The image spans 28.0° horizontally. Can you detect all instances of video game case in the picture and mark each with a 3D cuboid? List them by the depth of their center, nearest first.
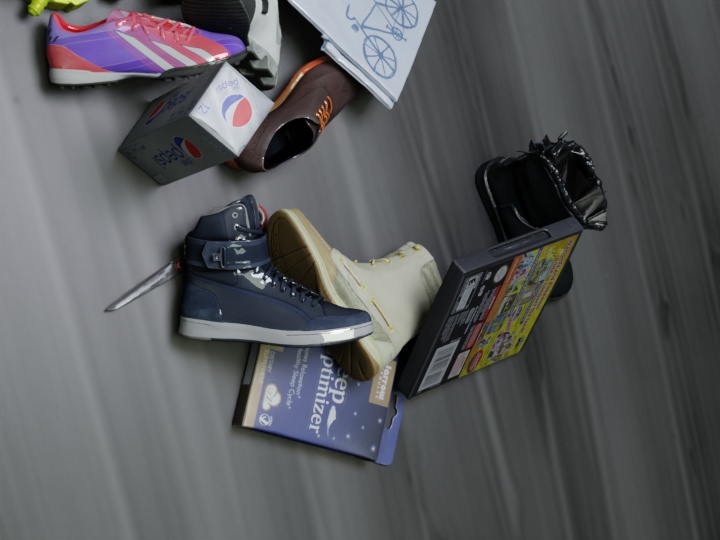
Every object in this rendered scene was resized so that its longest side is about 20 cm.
[{"bbox_3d":[0.139,0.041,1.562,0.179,0.201,0.026,-19,55,-36],"label":"video game case"}]

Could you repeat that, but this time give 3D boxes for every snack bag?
[{"bbox_3d":[-0.010,-0.298,1.567,0.200,0.021,0.190,40,46,-21],"label":"snack bag"}]

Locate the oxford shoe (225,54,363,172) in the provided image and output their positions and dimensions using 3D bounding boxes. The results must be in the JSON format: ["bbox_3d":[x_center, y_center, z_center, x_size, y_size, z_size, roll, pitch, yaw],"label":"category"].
[{"bbox_3d":[-0.052,-0.163,1.527,0.200,0.072,0.072,-41,132,-23],"label":"oxford shoe"}]

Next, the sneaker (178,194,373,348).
[{"bbox_3d":[-0.083,0.000,1.451,0.200,0.077,0.148,4,96,6],"label":"sneaker"}]

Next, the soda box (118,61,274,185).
[{"bbox_3d":[-0.163,-0.140,1.403,0.063,0.199,0.069,39,68,-20],"label":"soda box"}]

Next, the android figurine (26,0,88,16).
[{"bbox_3d":[-0.294,-0.345,1.440,0.182,0.041,0.201,40,67,-20],"label":"android figurine"}]

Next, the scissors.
[{"bbox_3d":[-0.179,-0.017,1.493,0.198,0.014,0.074,-17,97,-28],"label":"scissors"}]

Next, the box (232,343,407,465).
[{"bbox_3d":[-0.031,0.130,1.551,0.198,0.032,0.123,18,77,-27],"label":"box"}]

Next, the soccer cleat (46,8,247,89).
[{"bbox_3d":[-0.211,-0.223,1.418,0.197,0.068,0.074,-5,105,1],"label":"soccer cleat"}]

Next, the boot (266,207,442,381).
[{"bbox_3d":[0.000,0.000,1.550,0.154,0.072,0.201,-33,90,-39],"label":"boot"}]

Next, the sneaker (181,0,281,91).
[{"bbox_3d":[-0.126,-0.268,1.464,0.073,0.200,0.089,9,72,13],"label":"sneaker"}]

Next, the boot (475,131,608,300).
[{"bbox_3d":[0.221,-0.057,1.629,0.073,0.162,0.200,-33,102,-26],"label":"boot"}]
